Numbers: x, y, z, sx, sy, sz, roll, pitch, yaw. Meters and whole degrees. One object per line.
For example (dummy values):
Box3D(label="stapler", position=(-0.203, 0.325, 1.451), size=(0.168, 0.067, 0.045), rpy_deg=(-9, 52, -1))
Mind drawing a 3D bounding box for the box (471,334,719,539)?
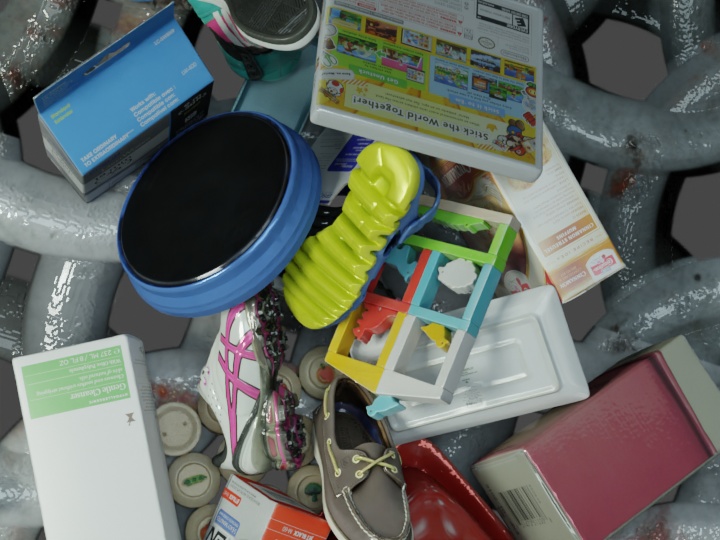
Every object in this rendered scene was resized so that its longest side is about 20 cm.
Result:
Box3D(label="box", position=(0.221, 0.162, 1.299), size=(0.199, 0.128, 0.109), rpy_deg=(-31, 87, -23))

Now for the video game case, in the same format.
Box3D(label="video game case", position=(0.061, -0.175, 1.213), size=(0.199, 0.023, 0.183), rpy_deg=(14, 56, -14))

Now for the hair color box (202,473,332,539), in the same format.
Box3D(label="hair color box", position=(-0.108, 0.288, 1.238), size=(0.064, 0.111, 0.201), rpy_deg=(24, 85, -26))

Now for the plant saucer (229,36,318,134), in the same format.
Box3D(label="plant saucer", position=(-0.091, -0.137, 1.360), size=(0.070, 0.019, 0.201), rpy_deg=(24, 80, -6))

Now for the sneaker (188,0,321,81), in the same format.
Box3D(label="sneaker", position=(-0.083, -0.216, 1.298), size=(0.084, 0.200, 0.121), rpy_deg=(-46, 136, -6))

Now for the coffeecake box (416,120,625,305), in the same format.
Box3D(label="coffeecake box", position=(0.140, -0.063, 1.318), size=(0.073, 0.154, 0.201), rpy_deg=(-29, 88, -14))

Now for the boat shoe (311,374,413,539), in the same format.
Box3D(label="boat shoe", position=(0.003, 0.169, 1.232), size=(0.071, 0.200, 0.060), rpy_deg=(2, 122, -16))

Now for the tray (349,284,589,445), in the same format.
Box3D(label="tray", position=(0.092, 0.089, 1.265), size=(0.199, 0.022, 0.108), rpy_deg=(-17, 101, 21))

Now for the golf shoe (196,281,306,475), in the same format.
Box3D(label="golf shoe", position=(-0.109, 0.084, 1.275), size=(0.092, 0.073, 0.201), rpy_deg=(-8, 92, 15))

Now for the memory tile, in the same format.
Box3D(label="memory tile", position=(-0.084, 0.165, 1.322), size=(0.199, 0.017, 0.154), rpy_deg=(-19, 86, -11))

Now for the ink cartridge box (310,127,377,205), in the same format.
Box3D(label="ink cartridge box", position=(0.007, -0.123, 1.317), size=(0.039, 0.099, 0.200), rpy_deg=(49, 66, -29))

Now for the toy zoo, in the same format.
Box3D(label="toy zoo", position=(0.047, 0.034, 1.246), size=(0.131, 0.020, 0.201), rpy_deg=(16, 78, 38))

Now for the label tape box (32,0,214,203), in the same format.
Box3D(label="label tape box", position=(-0.202, -0.139, 1.248), size=(0.144, 0.200, 0.063), rpy_deg=(-38, 89, -12))

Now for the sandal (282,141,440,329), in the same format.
Box3D(label="sandal", position=(0.007, -0.026, 1.240), size=(0.080, 0.087, 0.200), rpy_deg=(51, 122, 20))

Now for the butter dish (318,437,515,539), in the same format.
Box3D(label="butter dish", position=(0.053, 0.275, 1.260), size=(0.200, 0.148, 0.200), rpy_deg=(-42, 94, -12))

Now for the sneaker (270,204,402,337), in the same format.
Box3D(label="sneaker", position=(0.000, 0.000, 1.329), size=(0.199, 0.071, 0.100), rpy_deg=(24, 84, -1))

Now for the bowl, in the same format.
Box3D(label="bowl", position=(-0.130, -0.055, 1.265), size=(0.201, 0.200, 0.039), rpy_deg=(-55, 136, -11))

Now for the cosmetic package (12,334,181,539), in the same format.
Box3D(label="cosmetic package", position=(-0.227, 0.166, 1.258), size=(0.107, 0.085, 0.201), rpy_deg=(-13, 83, 0))
